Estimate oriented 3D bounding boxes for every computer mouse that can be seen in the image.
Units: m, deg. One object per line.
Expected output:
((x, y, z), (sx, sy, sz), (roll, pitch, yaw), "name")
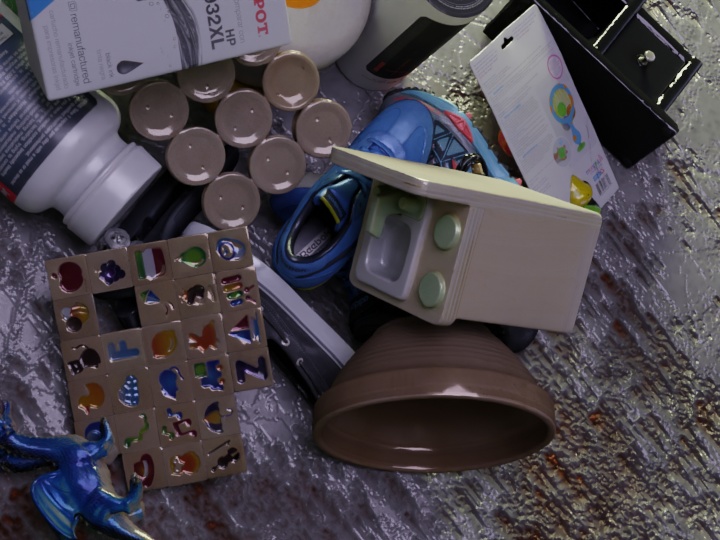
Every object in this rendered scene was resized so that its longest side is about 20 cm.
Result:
((0.122, -0.012, 1.607), (0.059, 0.034, 0.200), (-31, 120, -20), "computer mouse")

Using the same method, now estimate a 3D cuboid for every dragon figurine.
((-0.223, 0.182, 1.425), (0.099, 0.059, 0.200), (-27, 74, -15), "dragon figurine")

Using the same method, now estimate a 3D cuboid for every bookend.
((0.260, -0.244, 1.771), (0.200, 0.092, 0.199), (43, 61, -4), "bookend")

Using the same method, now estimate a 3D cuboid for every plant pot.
((0.060, 0.096, 1.508), (0.200, 0.201, 0.093), (8, 66, -20), "plant pot")

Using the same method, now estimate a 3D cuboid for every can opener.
((-0.169, -0.044, 1.548), (0.063, 0.079, 0.200), (18, 56, 14), "can opener")

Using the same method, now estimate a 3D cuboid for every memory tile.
((-0.113, -0.145, 1.505), (0.153, 0.017, 0.200), (-40, 109, -5), "memory tile")

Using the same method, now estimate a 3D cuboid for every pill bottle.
((-0.268, -0.118, 1.495), (0.200, 0.120, 0.120), (42, 62, -4), "pill bottle")

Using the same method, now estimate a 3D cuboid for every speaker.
((0.045, -0.228, 1.617), (0.081, 0.200, 0.081), (5, 75, -21), "speaker")

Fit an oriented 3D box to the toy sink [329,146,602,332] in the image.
((0.073, -0.020, 1.477), (0.200, 0.130, 0.112), (9, 99, -39), "toy sink")

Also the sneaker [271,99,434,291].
((-0.001, -0.068, 1.527), (0.066, 0.078, 0.200), (37, 76, 6), "sneaker")

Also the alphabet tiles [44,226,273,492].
((-0.157, 0.076, 1.482), (0.167, 0.008, 0.201), (-10, 95, -6), "alphabet tiles")

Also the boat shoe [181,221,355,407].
((-0.085, 0.044, 1.533), (0.200, 0.070, 0.066), (45, 73, -23), "boat shoe")

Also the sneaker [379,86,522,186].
((0.081, -0.078, 1.646), (0.200, 0.079, 0.096), (47, 64, 0), "sneaker")

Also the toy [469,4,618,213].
((0.162, -0.130, 1.689), (0.115, 0.047, 0.200), (-44, 112, -38), "toy")

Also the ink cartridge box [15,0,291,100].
((-0.165, -0.230, 1.402), (0.199, 0.084, 0.145), (-15, 119, -14), "ink cartridge box")

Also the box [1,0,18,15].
((-0.239, -0.318, 1.533), (0.176, 0.200, 0.097), (-40, 89, -29), "box")

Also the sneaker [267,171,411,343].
((0.001, 0.000, 1.585), (0.200, 0.077, 0.111), (29, 54, -17), "sneaker")

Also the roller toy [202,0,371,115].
((-0.093, -0.245, 1.601), (0.182, 0.140, 0.200), (-32, 95, -33), "roller toy")
